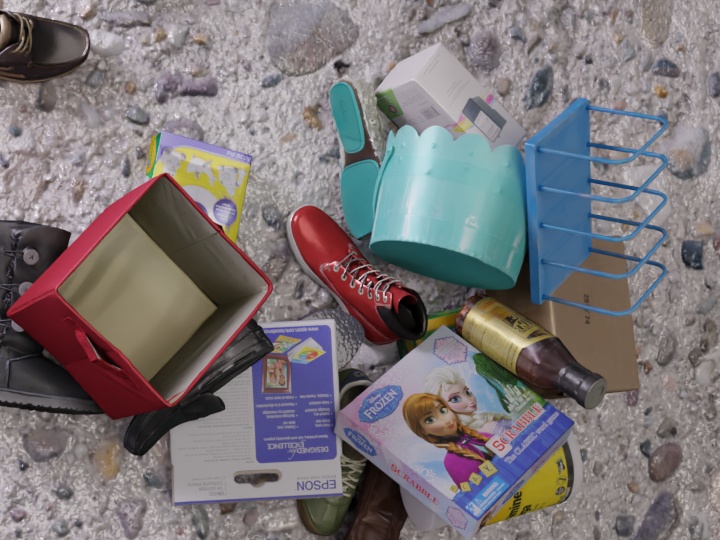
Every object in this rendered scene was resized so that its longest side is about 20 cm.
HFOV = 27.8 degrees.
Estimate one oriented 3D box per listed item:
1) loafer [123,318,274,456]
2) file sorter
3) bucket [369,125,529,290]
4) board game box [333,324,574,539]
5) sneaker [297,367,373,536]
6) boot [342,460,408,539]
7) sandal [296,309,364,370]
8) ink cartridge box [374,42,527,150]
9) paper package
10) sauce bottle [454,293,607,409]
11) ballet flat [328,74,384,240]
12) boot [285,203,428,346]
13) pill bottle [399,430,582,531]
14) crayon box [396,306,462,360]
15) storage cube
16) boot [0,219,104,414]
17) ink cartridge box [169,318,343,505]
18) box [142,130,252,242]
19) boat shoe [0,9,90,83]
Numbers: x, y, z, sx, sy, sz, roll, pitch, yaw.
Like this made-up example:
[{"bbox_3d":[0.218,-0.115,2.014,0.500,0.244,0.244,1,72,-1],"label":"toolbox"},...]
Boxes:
[{"bbox_3d":[-0.179,0.134,1.601,0.070,0.068,0.201,43,88,7],"label":"loafer"},{"bbox_3d":[0.273,-0.070,1.639,0.139,0.122,0.201,-39,132,-46],"label":"file sorter"},{"bbox_3d":[0.110,-0.068,1.678,0.206,0.207,0.136,21,78,-21],"label":"bucket"},{"bbox_3d":[0.108,0.177,1.645,0.199,0.041,0.200,36,48,20],"label":"board game box"},{"bbox_3d":[-0.023,0.212,1.705,0.067,0.090,0.202,13,80,-23],"label":"sneaker"},{"bbox_3d":[0.050,0.310,1.748,0.187,0.064,0.201,52,45,-41],"label":"boot"},{"bbox_3d":[-0.086,0.113,1.716,0.199,0.043,0.076,-35,94,-11],"label":"sandal"},{"bbox_3d":[0.123,-0.178,1.792,0.200,0.117,0.067,44,68,-16],"label":"ink cartridge box"},{"bbox_3d":[0.250,0.057,1.804,0.190,0.103,0.202,1,81,-47],"label":"paper package"},{"bbox_3d":[0.198,0.095,1.683,0.066,0.199,0.066,-30,136,-34],"label":"sauce bottle"},{"bbox_3d":[0.010,-0.139,1.770,0.071,0.072,0.202,-7,90,-24],"label":"ballet flat"},{"bbox_3d":[0.000,0.000,1.707,0.072,0.144,0.200,-41,100,-20],"label":"boot"},{"bbox_3d":[0.151,0.239,1.707,0.199,0.112,0.113,-12,90,-24],"label":"pill bottle"},{"bbox_3d":[0.122,0.149,1.794,0.118,0.058,0.202,-11,90,-25],"label":"crayon box"},{"bbox_3d":[-0.231,0.031,1.521,0.171,0.179,0.200,46,62,-14],"label":"storage cube"},{"bbox_3d":[-0.345,0.051,1.595,0.164,0.066,0.202,11,77,-25],"label":"boot"},{"bbox_3d":[-0.121,0.160,1.656,0.196,0.047,0.202,-2,89,-2],"label":"ink cartridge box"},{"bbox_3d":[-0.201,-0.048,1.674,0.116,0.048,0.202,13,82,-22],"label":"box"},{"bbox_3d":[-0.390,-0.247,1.591,0.198,0.073,0.075,-5,88,-25],"label":"boat shoe"}]
